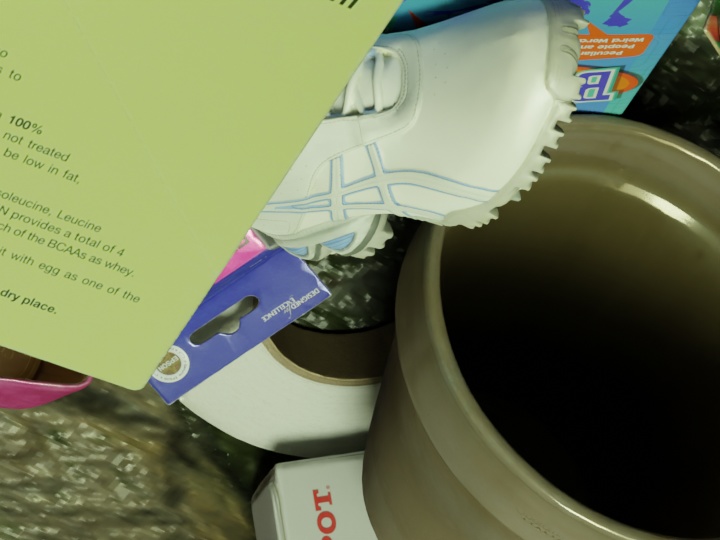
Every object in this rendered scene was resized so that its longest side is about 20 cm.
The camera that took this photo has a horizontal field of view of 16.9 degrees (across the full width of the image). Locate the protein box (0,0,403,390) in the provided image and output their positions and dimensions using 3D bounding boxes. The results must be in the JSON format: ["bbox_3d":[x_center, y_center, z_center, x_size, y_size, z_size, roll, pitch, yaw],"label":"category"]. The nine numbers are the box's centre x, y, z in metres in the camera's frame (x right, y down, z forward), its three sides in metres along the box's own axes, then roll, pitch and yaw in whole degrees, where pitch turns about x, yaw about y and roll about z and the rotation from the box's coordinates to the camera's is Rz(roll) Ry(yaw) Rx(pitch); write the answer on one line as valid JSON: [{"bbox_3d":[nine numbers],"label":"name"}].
[{"bbox_3d":[-0.109,-0.105,0.706,0.198,0.135,0.200,20,121,-27],"label":"protein box"}]

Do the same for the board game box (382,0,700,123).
[{"bbox_3d":[0.051,-0.113,0.940,0.151,0.045,0.200,0,161,-10],"label":"board game box"}]

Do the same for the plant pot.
[{"bbox_3d":[0.085,0.064,1.034,0.199,0.201,0.174,8,146,-21],"label":"plant pot"}]

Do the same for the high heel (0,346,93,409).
[{"bbox_3d":[-0.204,0.009,0.997,0.200,0.096,0.068,35,70,-41],"label":"high heel"}]

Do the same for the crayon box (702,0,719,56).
[{"bbox_3d":[0.212,-0.129,0.959,0.051,0.201,0.127,2,145,41],"label":"crayon box"}]

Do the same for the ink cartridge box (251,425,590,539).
[{"bbox_3d":[0.057,0.157,1.151,0.199,0.147,0.084,-6,167,-13],"label":"ink cartridge box"}]

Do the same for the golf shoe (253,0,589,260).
[{"bbox_3d":[-0.001,-0.056,0.919,0.097,0.079,0.200,18,152,-33],"label":"golf shoe"}]

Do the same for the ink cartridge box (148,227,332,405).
[{"bbox_3d":[-0.107,-0.030,1.015,0.094,0.037,0.200,-33,115,15],"label":"ink cartridge box"}]

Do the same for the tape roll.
[{"bbox_3d":[0.000,0.000,1.098,0.202,0.037,0.204,-8,129,-10],"label":"tape roll"}]
